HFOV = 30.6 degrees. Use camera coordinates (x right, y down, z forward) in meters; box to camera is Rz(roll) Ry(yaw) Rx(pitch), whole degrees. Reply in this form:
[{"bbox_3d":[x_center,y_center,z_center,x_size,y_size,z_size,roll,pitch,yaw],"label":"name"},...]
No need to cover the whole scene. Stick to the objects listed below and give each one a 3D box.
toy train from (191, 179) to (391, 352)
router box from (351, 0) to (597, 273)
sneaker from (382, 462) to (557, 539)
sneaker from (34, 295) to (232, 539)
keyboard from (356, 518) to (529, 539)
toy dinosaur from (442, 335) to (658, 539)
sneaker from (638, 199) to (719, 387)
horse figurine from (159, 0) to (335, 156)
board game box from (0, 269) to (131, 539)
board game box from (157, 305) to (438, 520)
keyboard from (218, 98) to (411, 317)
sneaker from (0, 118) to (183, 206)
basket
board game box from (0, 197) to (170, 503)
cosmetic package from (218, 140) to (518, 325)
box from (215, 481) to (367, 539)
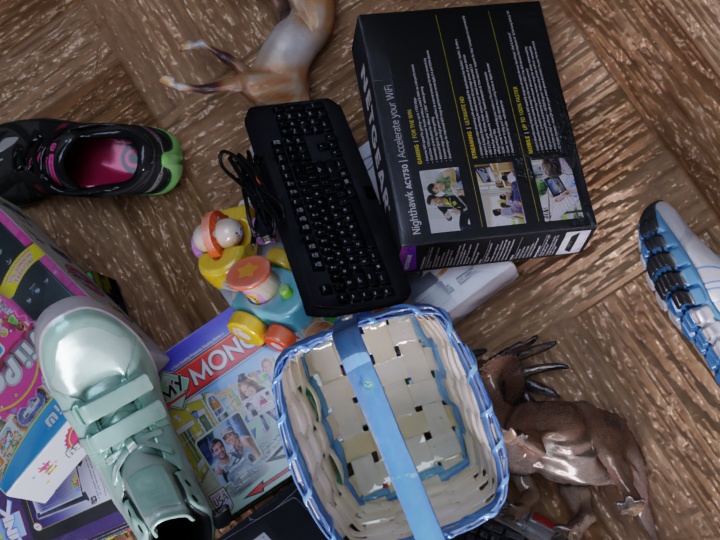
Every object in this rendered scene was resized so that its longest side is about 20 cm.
[{"bbox_3d":[-0.061,-0.035,0.980,0.150,0.056,0.200,-34,45,7],"label":"toy train"},{"bbox_3d":[0.082,-0.105,0.998,0.148,0.051,0.201,-6,67,-10],"label":"router box"},{"bbox_3d":[0.094,0.216,0.974,0.199,0.077,0.082,31,108,19],"label":"sneaker"},{"bbox_3d":[-0.152,0.114,0.903,0.074,0.201,0.118,-30,31,-13],"label":"sneaker"},{"bbox_3d":[0.037,0.233,0.862,0.126,0.021,0.200,14,43,15],"label":"keyboard"},{"bbox_3d":[0.149,0.120,0.971,0.199,0.136,0.086,25,129,-5],"label":"toy dinosaur"},{"bbox_3d":[0.281,0.028,0.969,0.086,0.075,0.201,-31,80,-6],"label":"sneaker"},{"bbox_3d":[-0.073,-0.192,1.082,0.132,0.050,0.201,23,78,2],"label":"horse figurine"},{"bbox_3d":[-0.245,0.125,1.057,0.165,0.057,0.201,-24,76,8],"label":"board game box"},{"bbox_3d":[-0.055,0.079,0.991,0.200,0.029,0.135,-35,76,6],"label":"board game box"},{"bbox_3d":[-0.038,-0.054,0.942,0.103,0.040,0.201,-13,53,-11],"label":"keyboard"},{"bbox_3d":[-0.247,-0.094,1.081,0.199,0.084,0.077,-5,88,11],"label":"sneaker"},{"bbox_3d":[0.021,0.110,0.852,0.138,0.200,0.177,-21,95,-4],"label":"basket"},{"bbox_3d":[-0.267,0.054,1.008,0.200,0.064,0.148,40,88,22],"label":"board game box"},{"bbox_3d":[0.000,0.000,1.034,0.200,0.052,0.151,-37,72,3],"label":"cosmetic package"},{"bbox_3d":[-0.020,0.266,0.928,0.200,0.132,0.115,44,133,16],"label":"box"}]
